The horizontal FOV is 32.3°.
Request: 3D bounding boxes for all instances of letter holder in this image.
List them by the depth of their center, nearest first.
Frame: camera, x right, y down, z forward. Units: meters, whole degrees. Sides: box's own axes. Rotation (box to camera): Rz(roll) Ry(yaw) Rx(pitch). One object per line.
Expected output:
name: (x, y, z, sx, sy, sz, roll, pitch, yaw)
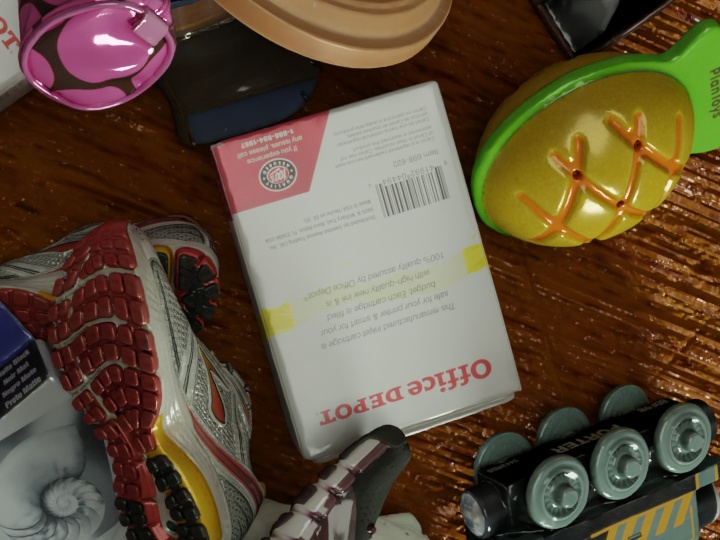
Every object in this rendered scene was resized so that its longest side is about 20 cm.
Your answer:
letter holder: (0.206, -0.235, 0.780, 0.199, 0.142, 0.101, -36, 98, -7)

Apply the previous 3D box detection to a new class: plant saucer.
plant saucer: (-0.029, -0.206, 0.711, 0.199, 0.032, 0.202, 19, 50, -24)

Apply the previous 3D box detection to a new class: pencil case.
pencil case: (-0.143, -0.188, 0.695, 0.093, 0.091, 0.201, -15, 58, 12)

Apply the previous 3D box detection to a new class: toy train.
toy train: (0.153, 0.149, 0.804, 0.199, 0.085, 0.115, -16, 105, -28)

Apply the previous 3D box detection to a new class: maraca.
maraca: (0.161, -0.086, 0.786, 0.199, 0.137, 0.107, -26, 55, 1)

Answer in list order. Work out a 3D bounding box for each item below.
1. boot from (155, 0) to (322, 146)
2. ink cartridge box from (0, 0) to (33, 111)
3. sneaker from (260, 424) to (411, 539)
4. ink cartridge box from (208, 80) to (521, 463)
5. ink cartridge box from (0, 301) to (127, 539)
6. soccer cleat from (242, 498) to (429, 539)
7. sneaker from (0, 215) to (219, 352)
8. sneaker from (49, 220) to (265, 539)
boot: (-0.045, -0.151, 0.788, 0.199, 0.075, 0.098, -20, 121, -19)
ink cartridge box: (-0.292, -0.126, 0.721, 0.199, 0.084, 0.147, -36, 98, -8)
sneaker: (-0.013, 0.190, 0.688, 0.115, 0.076, 0.200, 41, 74, 10)
ink cartridge box: (0.000, 0.000, 0.780, 0.144, 0.083, 0.202, -16, 95, -9)
ink cartridge box: (-0.226, 0.144, 0.727, 0.199, 0.041, 0.200, -40, 114, 1)
soccer cleat: (-0.004, 0.180, 0.798, 0.199, 0.069, 0.078, 32, 81, -17)
sneaker: (-0.179, 0.019, 0.759, 0.198, 0.082, 0.078, -12, 119, 4)
sneaker: (-0.111, 0.068, 0.698, 0.077, 0.082, 0.202, -4, 108, 34)
